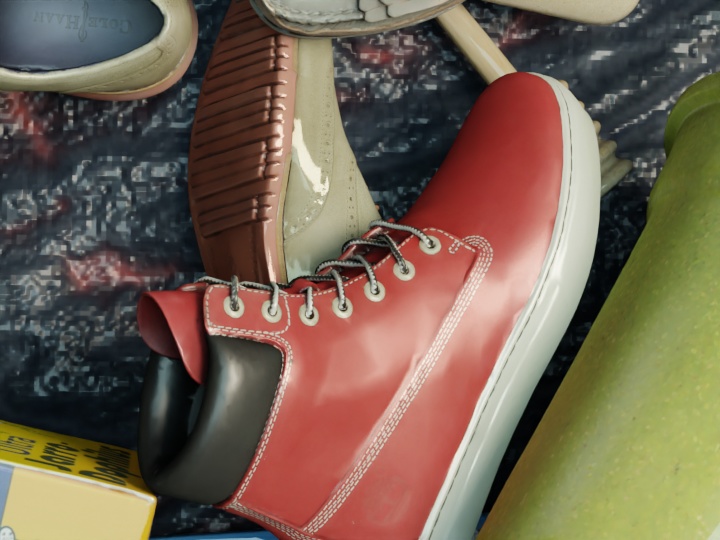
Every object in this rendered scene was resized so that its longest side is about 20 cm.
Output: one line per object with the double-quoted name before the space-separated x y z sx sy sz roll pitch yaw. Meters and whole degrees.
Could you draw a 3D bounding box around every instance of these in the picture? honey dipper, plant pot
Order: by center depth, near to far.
"plant pot" 0.141 0.064 0.715 0.200 0.200 0.185 40 75 -4
"honey dipper" 0.032 -0.106 0.808 0.038 0.038 0.200 -39 88 -7

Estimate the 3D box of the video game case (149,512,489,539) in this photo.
"video game case" 0.015 0.170 0.800 0.198 0.018 0.145 -3 87 -7

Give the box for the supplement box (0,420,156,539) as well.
"supplement box" -0.146 0.158 0.727 0.108 0.109 0.202 13 91 -6

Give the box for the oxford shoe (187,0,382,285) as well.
"oxford shoe" -0.022 -0.018 0.788 0.073 0.071 0.202 3 88 -30

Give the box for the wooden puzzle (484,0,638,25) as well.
"wooden puzzle" 0.037 -0.212 0.782 0.183 0.046 0.202 12 81 -4

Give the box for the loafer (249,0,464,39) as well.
"loafer" 0.051 -0.137 0.724 0.198 0.063 0.073 -20 98 -1

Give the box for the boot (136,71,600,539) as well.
"boot" 0.000 0.000 0.721 0.144 0.072 0.202 29 76 -32

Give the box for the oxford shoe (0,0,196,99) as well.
"oxford shoe" -0.160 -0.099 0.753 0.198 0.074 0.072 -2 91 -4
